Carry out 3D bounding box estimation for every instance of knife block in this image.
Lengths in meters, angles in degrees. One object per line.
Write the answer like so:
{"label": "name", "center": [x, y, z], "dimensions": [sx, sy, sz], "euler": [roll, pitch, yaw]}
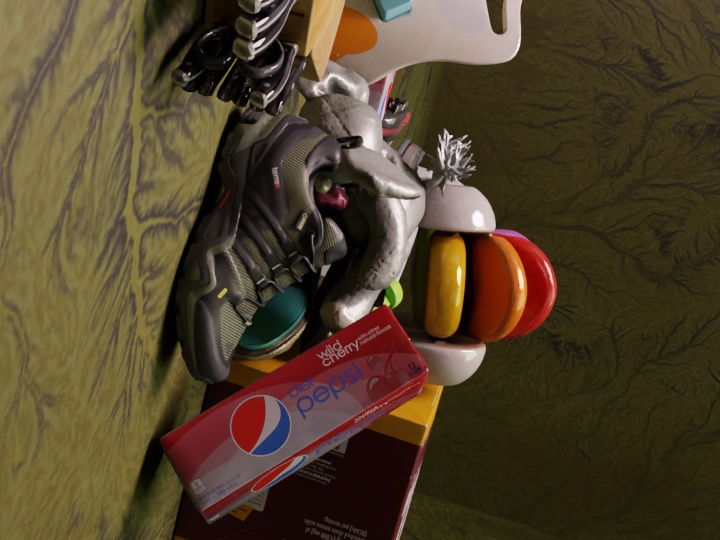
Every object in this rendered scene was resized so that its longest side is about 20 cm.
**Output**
{"label": "knife block", "center": [-0.045, -0.182, 0.609], "dimensions": [0.176, 0.063, 0.202], "euler": [73, 33, -83]}

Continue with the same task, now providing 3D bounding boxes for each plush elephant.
{"label": "plush elephant", "center": [-0.017, -0.074, 0.876], "dimensions": [0.200, 0.155, 0.165], "euler": [-39, -134, 11]}

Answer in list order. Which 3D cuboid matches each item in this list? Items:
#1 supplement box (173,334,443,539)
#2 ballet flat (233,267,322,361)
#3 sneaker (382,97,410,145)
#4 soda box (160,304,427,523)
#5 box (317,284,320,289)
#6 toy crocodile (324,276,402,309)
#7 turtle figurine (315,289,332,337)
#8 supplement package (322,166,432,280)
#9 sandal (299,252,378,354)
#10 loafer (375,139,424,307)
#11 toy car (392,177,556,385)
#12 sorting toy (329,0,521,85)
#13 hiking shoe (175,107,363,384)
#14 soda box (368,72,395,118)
{"label": "supplement box", "center": [-0.045, 0.180, 1.004], "dimensions": [0.133, 0.195, 0.202], "euler": [-50, 156, -73]}
{"label": "ballet flat", "center": [-0.072, 0.028, 0.980], "dimensions": [0.201, 0.070, 0.071], "euler": [-73, 177, -49]}
{"label": "sneaker", "center": [0.006, -0.148, 1.175], "dimensions": [0.200, 0.070, 0.099], "euler": [-122, -130, -80]}
{"label": "soda box", "center": [-0.048, 0.109, 0.825], "dimensions": [0.199, 0.064, 0.070], "euler": [-30, 163, -13]}
{"label": "box", "center": [-0.078, 0.115, 1.336], "dimensions": [0.200, 0.049, 0.161], "euler": [91, 18, -73]}
{"label": "toy crocodile", "center": [-0.013, 0.001, 1.162], "dimensions": [0.067, 0.061, 0.201], "euler": [-37, 105, -46]}
{"label": "turtle figurine", "center": [-0.030, 0.061, 1.216], "dimensions": [0.161, 0.064, 0.202], "euler": [-43, 131, -47]}
{"label": "supplement package", "center": [0.015, -0.068, 1.399], "dimensions": [0.200, 0.116, 0.118], "euler": [-64, 168, -67]}
{"label": "sandal", "center": [0.001, -0.001, 0.991], "dimensions": [0.075, 0.048, 0.202], "euler": [-44, -162, 58]}
{"label": "loafer", "center": [0.029, -0.046, 1.114], "dimensions": [0.201, 0.062, 0.072], "euler": [-62, 176, -29]}
{"label": "toy car", "center": [0.103, 0.008, 1.002], "dimensions": [0.200, 0.148, 0.177], "euler": [-119, -147, -81]}
{"label": "sorting toy", "center": [0.059, -0.244, 0.934], "dimensions": [0.107, 0.178, 0.201], "euler": [101, 7, -51]}
{"label": "hiking shoe", "center": [-0.063, -0.012, 0.752], "dimensions": [0.076, 0.100, 0.202], "euler": [20, 86, -85]}
{"label": "soda box", "center": [-0.016, -0.144, 1.048], "dimensions": [0.063, 0.069, 0.202], "euler": [-54, 161, -73]}
